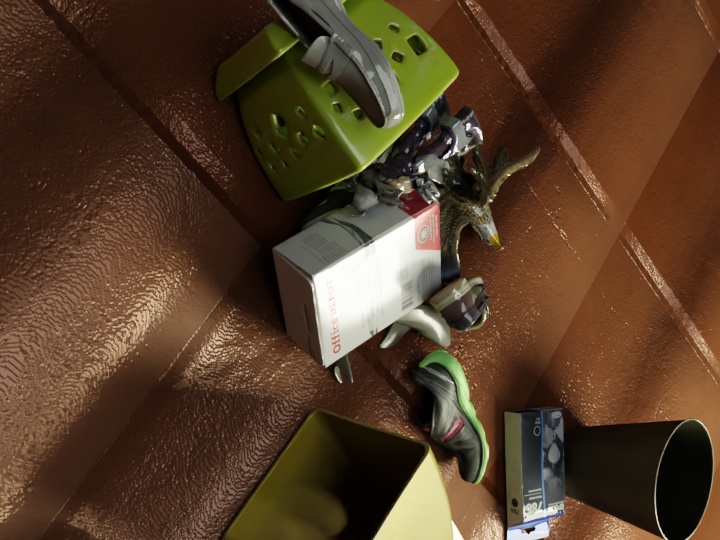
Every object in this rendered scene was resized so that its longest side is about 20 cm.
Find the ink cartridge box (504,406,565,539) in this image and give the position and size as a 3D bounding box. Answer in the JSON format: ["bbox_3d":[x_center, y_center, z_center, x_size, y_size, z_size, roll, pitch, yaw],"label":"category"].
[{"bbox_3d":[0.264,0.310,1.331,0.099,0.039,0.202,0,88,-38],"label":"ink cartridge box"}]

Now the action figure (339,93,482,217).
[{"bbox_3d":[0.057,-0.127,1.052,0.200,0.130,0.070,-44,144,-21],"label":"action figure"}]

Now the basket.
[{"bbox_3d":[0.404,0.304,1.335,0.136,0.199,0.182,35,67,-29],"label":"basket"}]

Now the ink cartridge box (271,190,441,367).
[{"bbox_3d":[0.000,0.000,1.074,0.199,0.083,0.148,-31,136,-28],"label":"ink cartridge box"}]

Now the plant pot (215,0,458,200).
[{"bbox_3d":[-0.041,-0.223,1.034,0.182,0.199,0.199,51,61,-15],"label":"plant pot"}]

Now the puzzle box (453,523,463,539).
[{"bbox_3d":[0.066,0.418,1.184,0.200,0.025,0.134,-41,112,-31],"label":"puzzle box"}]

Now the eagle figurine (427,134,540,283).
[{"bbox_3d":[0.137,-0.080,1.183,0.150,0.200,0.153,1,71,-19],"label":"eagle figurine"}]

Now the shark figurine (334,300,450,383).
[{"bbox_3d":[0.045,0.063,1.149,0.213,0.089,0.130,-16,96,-38],"label":"shark figurine"}]

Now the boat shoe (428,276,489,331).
[{"bbox_3d":[0.139,0.049,1.175,0.065,0.072,0.200,59,10,8],"label":"boat shoe"}]

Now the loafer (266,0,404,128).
[{"bbox_3d":[-0.030,-0.225,0.898,0.070,0.070,0.201,-35,88,-24],"label":"loafer"}]

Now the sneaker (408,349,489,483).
[{"bbox_3d":[0.117,0.206,1.216,0.083,0.077,0.202,-24,105,-10],"label":"sneaker"}]

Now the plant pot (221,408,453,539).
[{"bbox_3d":[-0.004,0.314,1.045,0.200,0.199,0.177,-53,129,-26],"label":"plant pot"}]

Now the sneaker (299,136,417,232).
[{"bbox_3d":[-0.011,-0.109,1.135,0.199,0.076,0.088,-36,81,-25],"label":"sneaker"}]
